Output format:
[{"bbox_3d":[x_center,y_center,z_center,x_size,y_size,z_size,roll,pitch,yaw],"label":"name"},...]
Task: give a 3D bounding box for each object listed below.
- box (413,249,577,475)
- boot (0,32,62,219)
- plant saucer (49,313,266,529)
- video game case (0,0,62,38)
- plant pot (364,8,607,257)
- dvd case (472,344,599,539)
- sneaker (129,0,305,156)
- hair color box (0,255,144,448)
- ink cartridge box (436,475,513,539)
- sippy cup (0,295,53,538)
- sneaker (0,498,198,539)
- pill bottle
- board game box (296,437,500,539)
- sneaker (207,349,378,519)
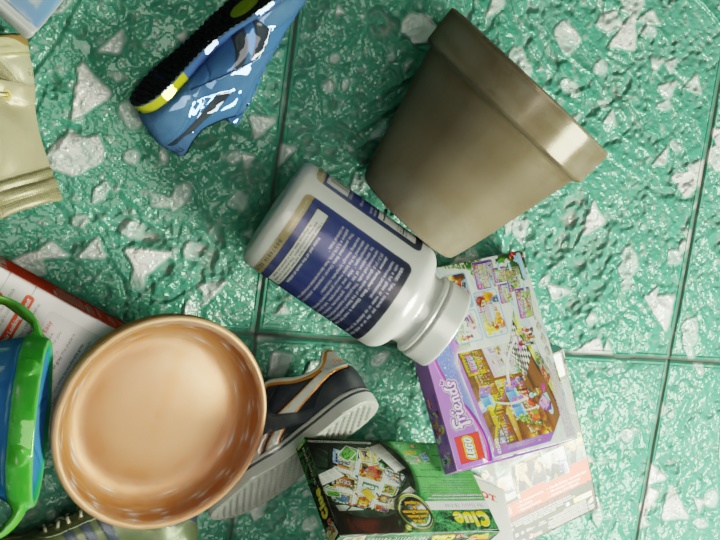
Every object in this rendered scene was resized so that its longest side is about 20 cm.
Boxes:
[{"bbox_3d":[0.124,0.089,1.116,0.136,0.039,0.202,-11,78,-19],"label":"box"},{"bbox_3d":[-0.356,-0.103,0.914,0.198,0.073,0.157,-16,102,-24],"label":"boot"},{"bbox_3d":[-0.180,0.132,0.992,0.198,0.037,0.202,-9,109,-27],"label":"plant saucer"},{"bbox_3d":[-0.292,-0.324,0.902,0.200,0.022,0.183,42,70,-23],"label":"video game case"},{"bbox_3d":[0.101,-0.115,1.046,0.200,0.200,0.174,39,103,-23],"label":"plant pot"},{"bbox_3d":[0.178,0.199,1.213,0.145,0.022,0.202,-21,109,-17],"label":"dvd case"},{"bbox_3d":[-0.114,-0.187,1.004,0.200,0.066,0.079,-44,124,-8],"label":"sneaker"},{"bbox_3d":[-0.305,0.058,0.973,0.199,0.064,0.111,33,89,-25],"label":"hair color box"},{"bbox_3d":[0.078,0.293,1.093,0.144,0.201,0.084,25,125,-24],"label":"ink cartridge box"},{"bbox_3d":[-0.318,0.116,0.883,0.129,0.179,0.141,6,129,-11],"label":"sippy cup"},{"bbox_3d":[-0.246,0.236,1.034,0.198,0.067,0.091,7,90,-23],"label":"sneaker"},{"bbox_3d":[0.000,0.000,1.031,0.199,0.111,0.112,35,87,-8],"label":"pill bottle"},{"bbox_3d":[0.038,0.209,1.054,0.199,0.105,0.024,10,131,-38],"label":"board game box"},{"bbox_3d":[-0.078,0.158,1.079,0.199,0.080,0.078,-38,153,8],"label":"sneaker"}]
